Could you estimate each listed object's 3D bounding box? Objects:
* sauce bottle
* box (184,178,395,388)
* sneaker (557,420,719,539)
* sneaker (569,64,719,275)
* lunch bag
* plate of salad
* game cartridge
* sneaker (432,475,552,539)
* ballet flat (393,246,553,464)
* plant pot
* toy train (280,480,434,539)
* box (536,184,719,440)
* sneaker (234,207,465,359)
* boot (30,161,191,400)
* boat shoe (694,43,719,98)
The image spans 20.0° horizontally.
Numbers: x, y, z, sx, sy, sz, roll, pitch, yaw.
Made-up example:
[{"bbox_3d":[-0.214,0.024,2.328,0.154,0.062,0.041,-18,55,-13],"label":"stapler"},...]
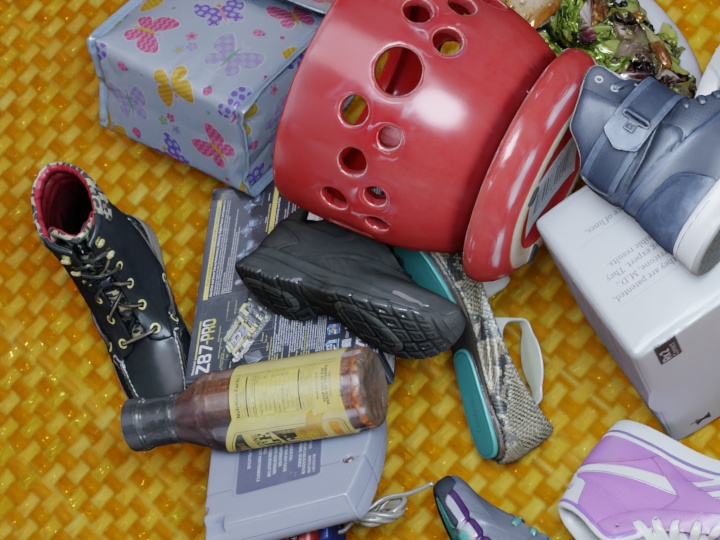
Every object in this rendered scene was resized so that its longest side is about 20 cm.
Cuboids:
[{"bbox_3d":[-0.080,0.101,1.517,0.200,0.066,0.066,-10,65,21],"label":"sauce bottle"},{"bbox_3d":[-0.048,0.009,1.607,0.161,0.049,0.200,-9,49,16],"label":"box"},{"bbox_3d":[0.233,0.189,1.441,0.200,0.073,0.114,19,48,34],"label":"sneaker"},{"bbox_3d":[0.230,-0.117,1.358,0.146,0.077,0.202,39,85,25],"label":"sneaker"},{"bbox_3d":[-0.100,-0.183,1.687,0.169,0.127,0.200,27,51,25],"label":"lunch bag"},{"bbox_3d":[0.187,-0.184,1.578,0.048,0.200,0.200,-53,53,41],"label":"plate of salad"},{"bbox_3d":[-0.047,0.129,1.545,0.133,0.041,0.200,-19,31,13],"label":"game cartridge"},{"bbox_3d":[0.136,0.219,1.488,0.087,0.074,0.200,-34,72,-9],"label":"sneaker"},{"bbox_3d":[0.092,0.045,1.545,0.075,0.068,0.200,-24,91,-22],"label":"ballet flat"},{"bbox_3d":[0.062,-0.105,1.447,0.182,0.200,0.201,25,78,16],"label":"plant pot"},{"bbox_3d":[-0.025,0.240,1.523,0.200,0.085,0.116,-19,74,10],"label":"toy train"},{"bbox_3d":[0.256,-0.006,1.459,0.200,0.199,0.131,-34,63,2],"label":"box"},{"bbox_3d":[0.000,0.000,1.508,0.200,0.076,0.091,20,64,34],"label":"sneaker"},{"bbox_3d":[-0.196,0.021,1.624,0.073,0.154,0.204,-24,63,8],"label":"boot"},{"bbox_3d":[0.315,-0.161,1.577,0.064,0.071,0.200,24,76,26],"label":"boat shoe"}]
